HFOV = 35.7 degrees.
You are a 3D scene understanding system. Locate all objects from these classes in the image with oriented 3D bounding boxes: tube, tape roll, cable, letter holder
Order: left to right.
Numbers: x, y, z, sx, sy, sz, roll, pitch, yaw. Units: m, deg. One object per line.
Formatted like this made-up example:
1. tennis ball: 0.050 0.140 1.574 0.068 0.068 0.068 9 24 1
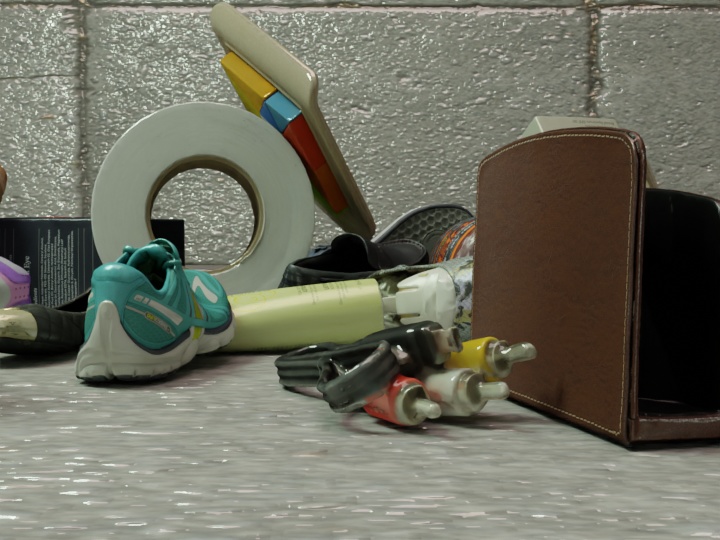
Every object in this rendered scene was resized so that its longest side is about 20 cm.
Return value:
1. tape roll: -0.142 -0.047 1.017 0.200 0.205 0.071 0 -2 -10
2. tube: -0.082 0.039 0.855 0.198 0.052 0.058 -5 -25 -9
3. cable: -0.002 0.063 0.594 0.097 0.051 0.199 -22 2 -33
4. letter holder: 0.136 0.000 0.583 0.099 0.144 0.200 0 2 -14

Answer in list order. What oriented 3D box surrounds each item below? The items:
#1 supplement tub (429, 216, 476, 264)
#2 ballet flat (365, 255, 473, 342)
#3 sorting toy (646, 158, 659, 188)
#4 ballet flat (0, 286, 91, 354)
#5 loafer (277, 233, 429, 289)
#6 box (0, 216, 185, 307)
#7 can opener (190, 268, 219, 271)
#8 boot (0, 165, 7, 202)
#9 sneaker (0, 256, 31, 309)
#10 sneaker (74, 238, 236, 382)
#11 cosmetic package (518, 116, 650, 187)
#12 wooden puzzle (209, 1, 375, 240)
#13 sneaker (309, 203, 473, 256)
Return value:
1. supplement tub: 0.123 0.004 0.981 0.106 0.108 0.200 0 2 -5
2. ballet flat: 0.049 0.027 0.894 0.071 0.073 0.200 -1 -3 -25
3. sorting toy: 0.276 -0.034 1.209 0.036 0.187 0.200 -26 7 -13
4. ballet flat: -0.228 0.032 0.842 0.066 0.058 0.200 0 2 14
5. loafer: 0.000 0.000 1.014 0.068 0.071 0.200 20 27 33
6. box: -0.301 -0.003 1.154 0.180 0.105 0.200 -1 2 14
7. can opener: -0.087 0.026 1.094 0.198 0.054 0.067 1 3 -9
8. boot: -0.441 -0.076 1.069 0.198 0.075 0.155 -3 15 -21
9. sneaker: -0.367 0.013 1.024 0.088 0.081 0.199 -9 14 -43
10. sneaker: -0.130 0.019 0.748 0.077 0.081 0.200 2 7 6
11. cosmetic package: 0.221 -0.045 1.042 0.104 0.201 0.071 -3 -34 -28
12. wooden puzzle: -0.068 -0.133 1.047 0.037 0.201 0.185 -35 48 -12
13. sneaker: 0.018 -0.013 1.210 0.201 0.078 0.146 -26 8 -18
